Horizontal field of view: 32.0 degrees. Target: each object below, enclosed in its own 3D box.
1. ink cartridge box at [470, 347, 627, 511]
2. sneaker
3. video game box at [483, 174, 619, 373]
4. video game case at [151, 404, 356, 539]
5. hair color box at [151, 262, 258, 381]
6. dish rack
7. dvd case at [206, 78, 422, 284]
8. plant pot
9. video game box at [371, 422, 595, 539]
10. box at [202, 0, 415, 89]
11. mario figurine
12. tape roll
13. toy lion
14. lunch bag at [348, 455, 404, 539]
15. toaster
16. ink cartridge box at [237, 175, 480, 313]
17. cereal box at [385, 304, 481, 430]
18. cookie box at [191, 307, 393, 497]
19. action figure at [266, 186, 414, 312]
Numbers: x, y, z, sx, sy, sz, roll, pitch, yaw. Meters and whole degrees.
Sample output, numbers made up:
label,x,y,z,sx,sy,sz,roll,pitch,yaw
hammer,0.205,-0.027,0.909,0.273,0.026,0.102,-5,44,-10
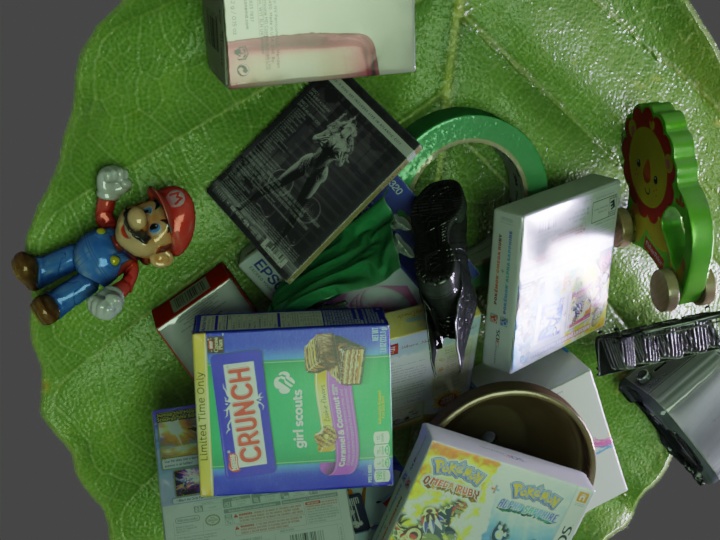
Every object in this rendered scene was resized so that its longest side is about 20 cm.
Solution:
label,x,y,z,sx,sy,sz,roll,pitch,yaw
ink cartridge box,0.224,0.205,1.512,0.124,0.129,0.202,-25,113,-8
sneaker,0.089,0.004,1.326,0.059,0.201,0.105,-7,132,14
video game box,0.219,0.000,1.426,0.199,0.046,0.185,-19,117,-45
video game case,-0.115,0.227,1.334,0.197,0.046,0.184,-7,65,-7
hair color box,-0.137,0.103,1.406,0.101,0.061,0.201,-33,113,-3
dish rack,0.346,0.078,1.416,0.151,0.200,0.055,-14,85,1
dvd case,-0.051,-0.106,1.332,0.200,0.149,0.016,-45,155,2
plant pot,0.150,0.202,1.372,0.198,0.093,0.204,-3,112,-8
video game box,0.122,0.273,1.318,0.198,0.047,0.184,18,103,-17
box,-0.054,-0.256,1.277,0.197,0.128,0.111,-7,110,-14
mario figurine,-0.264,-0.029,1.302,0.198,0.106,0.124,-30,112,-4
tape roll,0.115,-0.081,1.429,0.197,0.048,0.203,-5,110,-15
toy lion,0.345,-0.084,1.423,0.068,0.201,0.194,-8,129,-12
lunch bag,-0.023,0.280,1.423,0.168,0.200,0.126,-11,111,-12
toaster,0.428,0.170,1.571,0.129,0.114,0.200,-43,113,-2
ink cartridge box,0.000,0.000,1.390,0.199,0.043,0.197,-34,114,20
cereal box,0.058,0.111,1.426,0.142,0.040,0.201,-14,144,-12
cookie box,-0.069,0.132,1.274,0.197,0.075,0.174,-3,101,-4
action figure,-0.032,0.009,1.326,0.199,0.119,0.055,-33,126,26
